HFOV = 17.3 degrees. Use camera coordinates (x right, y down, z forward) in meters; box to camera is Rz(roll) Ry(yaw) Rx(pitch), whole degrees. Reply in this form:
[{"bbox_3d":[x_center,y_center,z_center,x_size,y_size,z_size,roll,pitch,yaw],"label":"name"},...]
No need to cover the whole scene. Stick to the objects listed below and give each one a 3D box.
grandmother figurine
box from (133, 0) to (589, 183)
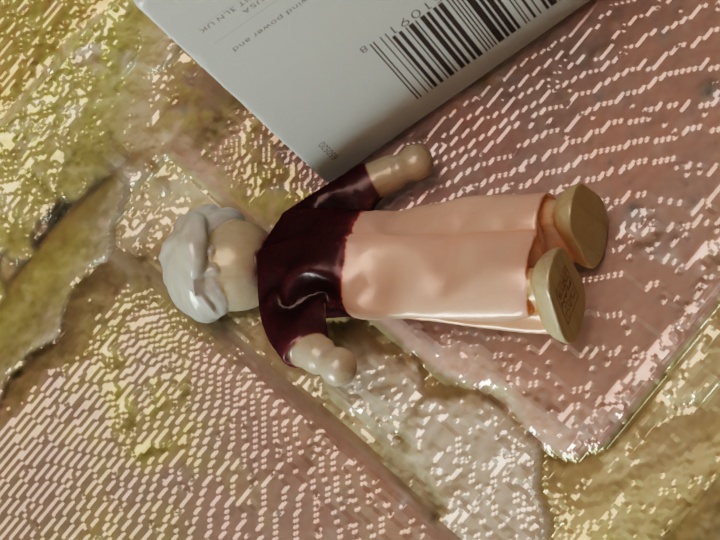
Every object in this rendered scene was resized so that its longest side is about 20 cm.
[{"bbox_3d":[0.000,0.000,1.017,0.199,0.061,0.122,1,43,28],"label":"grandmother figurine"},{"bbox_3d":[0.001,-0.172,0.998,0.199,0.200,0.131,-35,61,8],"label":"box"}]
